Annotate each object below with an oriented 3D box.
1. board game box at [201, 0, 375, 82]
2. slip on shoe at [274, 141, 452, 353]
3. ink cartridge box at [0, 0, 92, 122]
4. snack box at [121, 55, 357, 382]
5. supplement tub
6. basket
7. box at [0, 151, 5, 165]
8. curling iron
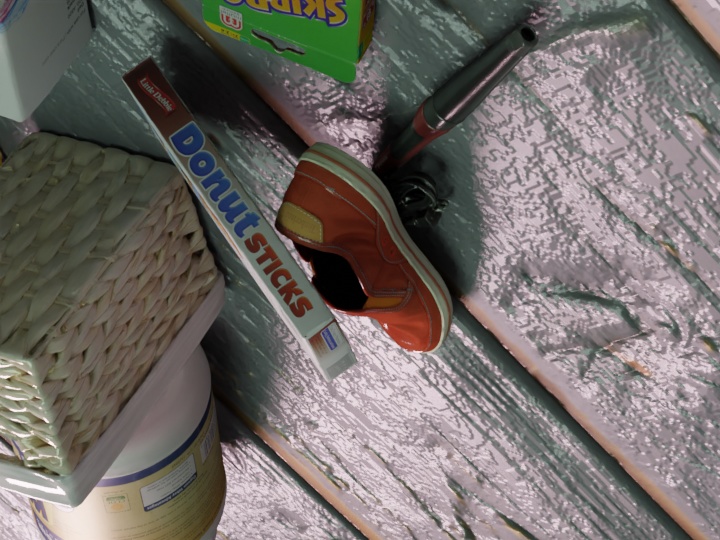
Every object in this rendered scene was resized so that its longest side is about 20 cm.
[{"bbox_3d":[-0.036,-0.182,1.000,0.095,0.030,0.201,23,143,13],"label":"board game box"},{"bbox_3d":[0.000,0.000,1.149,0.074,0.061,0.200,28,165,29],"label":"slip on shoe"},{"bbox_3d":[-0.240,-0.193,1.090,0.144,0.084,0.201,19,145,17],"label":"ink cartridge box"},{"bbox_3d":[-0.069,-0.030,1.115,0.200,0.024,0.072,54,176,24],"label":"snack box"},{"bbox_3d":[-0.169,0.130,1.394,0.143,0.145,0.201,19,144,17],"label":"supplement tub"},{"bbox_3d":[-0.192,0.024,1.233,0.135,0.200,0.124,14,138,22],"label":"basket"},{"bbox_3d":[-0.360,-0.022,1.297,0.191,0.201,0.122,8,141,28],"label":"box"},{"bbox_3d":[0.052,-0.079,1.064,0.049,0.026,0.200,35,147,-1],"label":"curling iron"}]
